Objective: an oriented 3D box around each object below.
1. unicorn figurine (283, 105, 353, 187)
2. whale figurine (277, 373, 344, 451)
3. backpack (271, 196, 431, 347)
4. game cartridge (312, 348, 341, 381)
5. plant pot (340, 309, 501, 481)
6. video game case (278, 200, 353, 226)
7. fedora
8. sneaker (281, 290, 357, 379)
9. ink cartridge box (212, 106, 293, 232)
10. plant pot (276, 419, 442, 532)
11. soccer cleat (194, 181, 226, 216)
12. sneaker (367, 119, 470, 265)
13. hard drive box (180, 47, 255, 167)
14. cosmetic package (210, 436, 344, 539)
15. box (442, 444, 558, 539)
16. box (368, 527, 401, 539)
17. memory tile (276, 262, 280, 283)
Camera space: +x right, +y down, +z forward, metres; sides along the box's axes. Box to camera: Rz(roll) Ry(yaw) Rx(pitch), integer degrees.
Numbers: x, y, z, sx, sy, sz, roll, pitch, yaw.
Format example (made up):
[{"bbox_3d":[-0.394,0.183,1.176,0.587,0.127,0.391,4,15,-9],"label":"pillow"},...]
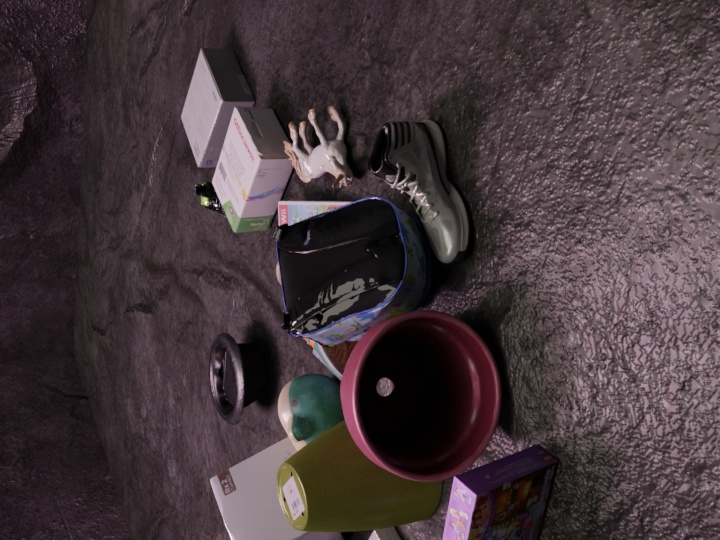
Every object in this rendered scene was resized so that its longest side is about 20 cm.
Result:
[{"bbox_3d":[-0.061,-0.194,1.048,0.200,0.073,0.138,-11,96,70],"label":"unicorn figurine"},{"bbox_3d":[-0.059,0.268,1.070,0.103,0.159,0.201,-30,64,17],"label":"whale figurine"},{"bbox_3d":[0.000,0.000,0.884,0.199,0.147,0.184,-21,64,28],"label":"backpack"},{"bbox_3d":[-0.009,0.091,1.026,0.129,0.038,0.201,36,126,29],"label":"game cartridge"},{"bbox_3d":[0.057,0.160,0.836,0.179,0.198,0.202,152,108,-70],"label":"plant pot"},{"bbox_3d":[-0.072,-0.047,1.094,0.199,0.017,0.144,7,101,45],"label":"video game case"},{"bbox_3d":[-0.259,0.230,1.383,0.200,0.091,0.202,15,108,54],"label":"fedora"},{"bbox_3d":[-0.063,0.090,1.017,0.201,0.071,0.080,60,148,15],"label":"sneaker"},{"bbox_3d":[-0.211,-0.196,1.245,0.145,0.083,0.200,61,141,29],"label":"ink cartridge box"},{"bbox_3d":[-0.015,0.305,0.939,0.187,0.199,0.189,13,106,54],"label":"plant pot"},{"bbox_3d":[-0.302,-0.145,1.391,0.200,0.081,0.068,36,124,47],"label":"soccer cleat"},{"bbox_3d":[0.066,-0.099,0.825,0.076,0.115,0.202,-29,72,54],"label":"sneaker"},{"bbox_3d":[-0.314,-0.348,1.378,0.200,0.076,0.157,-52,54,47],"label":"hard drive box"},{"bbox_3d":[-0.140,0.428,1.117,0.165,0.164,0.201,56,165,33],"label":"cosmetic package"},{"bbox_3d":[0.155,0.315,0.746,0.039,0.136,0.202,30,121,50],"label":"box"},{"bbox_3d":[0.043,0.537,1.037,0.156,0.041,0.201,54,135,36],"label":"box"},{"bbox_3d":[-0.098,0.031,1.179,0.200,0.017,0.155,-26,74,55],"label":"memory tile"}]
